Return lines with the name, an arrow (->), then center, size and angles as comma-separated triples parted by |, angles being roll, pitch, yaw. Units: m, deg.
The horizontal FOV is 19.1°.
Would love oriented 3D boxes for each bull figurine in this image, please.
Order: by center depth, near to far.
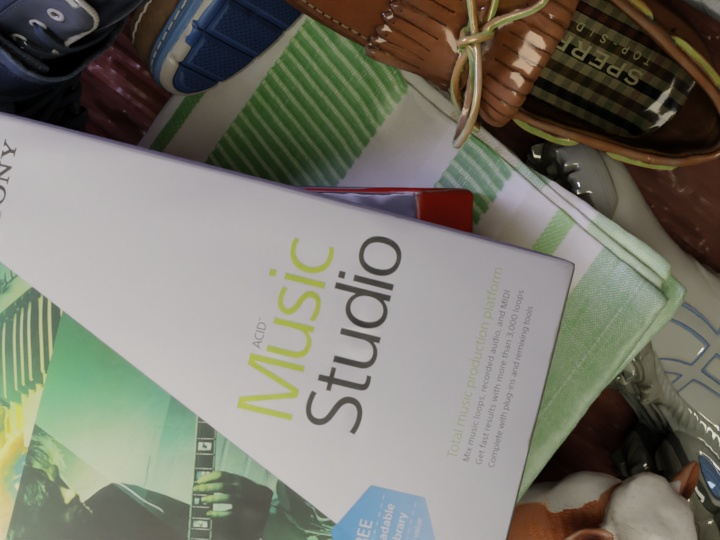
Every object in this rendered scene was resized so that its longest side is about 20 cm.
bull figurine -> 0.059, 0.129, 0.831 | 0.199, 0.065, 0.122 | -2, 113, 35

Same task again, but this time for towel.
towel -> 0.000, 0.000, 0.793 | 0.200, 0.023, 0.153 | 41, 105, 14

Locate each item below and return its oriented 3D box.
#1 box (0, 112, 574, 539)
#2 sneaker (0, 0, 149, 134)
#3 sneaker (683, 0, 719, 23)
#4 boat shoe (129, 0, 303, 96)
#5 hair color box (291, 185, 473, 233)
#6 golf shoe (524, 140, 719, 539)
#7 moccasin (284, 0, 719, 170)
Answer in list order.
box -> -0.043, 0.042, 0.680 | 0.199, 0.036, 0.145 | 14, 90, -12
sneaker -> -0.102, -0.053, 0.721 | 0.146, 0.077, 0.203 | -13, 118, 37
sneaker -> 0.162, -0.137, 0.766 | 0.199, 0.076, 0.114 | 32, 112, -6
boat shoe -> -0.028, -0.157, 0.756 | 0.072, 0.072, 0.200 | 34, 90, 17
hair color box -> -0.017, 0.070, 0.757 | 0.101, 0.061, 0.201 | 1, 94, 21
golf shoe -> 0.131, 0.023, 0.835 | 0.097, 0.078, 0.200 | -30, 112, -12
moccasin -> 0.049, -0.082, 0.736 | 0.201, 0.078, 0.074 | 27, 109, -36
